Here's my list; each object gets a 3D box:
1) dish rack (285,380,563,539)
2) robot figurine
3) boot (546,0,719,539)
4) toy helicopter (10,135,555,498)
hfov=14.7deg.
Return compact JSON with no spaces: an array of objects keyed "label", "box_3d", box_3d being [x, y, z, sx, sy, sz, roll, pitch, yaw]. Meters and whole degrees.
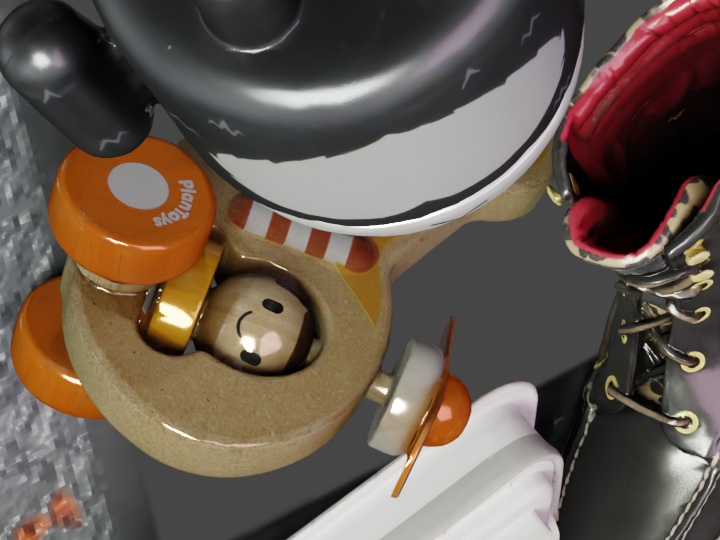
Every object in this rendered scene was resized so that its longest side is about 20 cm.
[{"label":"dish rack","box_3d":[-0.011,0.134,0.882,0.200,0.044,0.172,-36,155,-20]},{"label":"robot figurine","box_3d":[-0.003,-0.078,0.732,0.200,0.150,0.125,57,53,-75]},{"label":"boot","box_3d":[0.100,0.012,0.913,0.200,0.073,0.151,-59,151,-6]},{"label":"toy helicopter","box_3d":[0.000,0.000,0.842,0.200,0.132,0.079,-34,156,-41]}]
